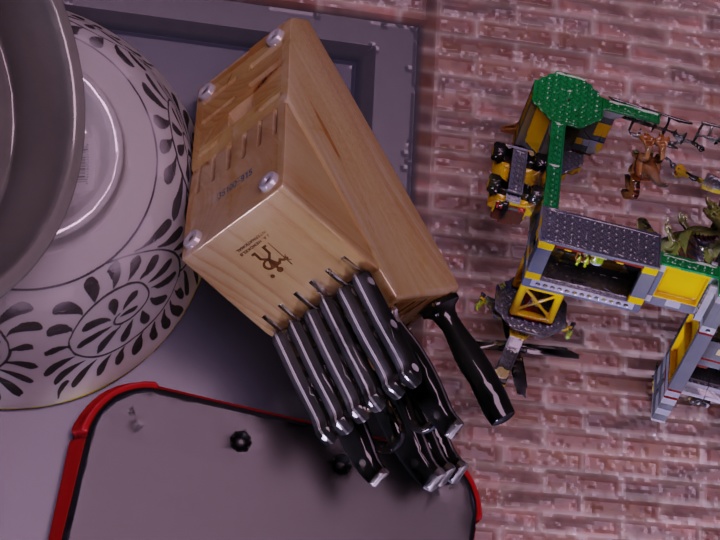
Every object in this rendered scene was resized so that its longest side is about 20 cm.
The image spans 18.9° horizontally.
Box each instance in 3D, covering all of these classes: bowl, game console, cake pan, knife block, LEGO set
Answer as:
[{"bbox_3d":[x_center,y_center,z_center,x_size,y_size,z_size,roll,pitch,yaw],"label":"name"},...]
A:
[{"bbox_3d":[-0.157,-0.043,0.984,0.200,0.094,0.201,3,76,-13],"label":"bowl"},{"bbox_3d":[-0.048,0.152,1.001,0.199,0.031,0.177,14,77,-10],"label":"game console"},{"bbox_3d":[-0.200,-0.074,0.867,0.200,0.037,0.201,9,77,-44],"label":"cake pan"},{"bbox_3d":[0.000,0.000,1.011,0.176,0.064,0.200,42,27,-29],"label":"knife block"},{"bbox_3d":[0.144,0.001,1.060,0.199,0.116,0.154,8,48,-10],"label":"LEGO set"}]
